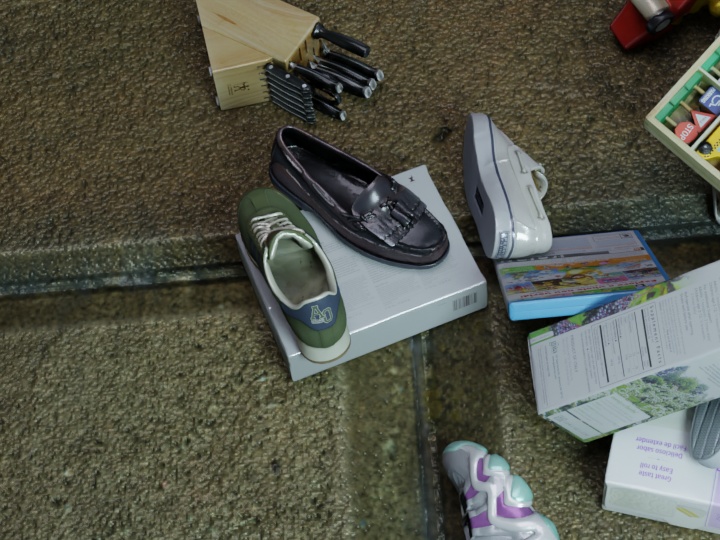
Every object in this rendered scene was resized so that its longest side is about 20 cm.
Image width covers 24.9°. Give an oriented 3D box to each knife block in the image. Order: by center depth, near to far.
[{"bbox_3d":[-0.075,-0.239,1.697,0.174,0.064,0.201,-13,57,-4],"label":"knife block"}]

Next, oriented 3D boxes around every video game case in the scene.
[{"bbox_3d":[0.196,0.002,1.469,0.142,0.018,0.200,-5,15,2],"label":"video game case"}]

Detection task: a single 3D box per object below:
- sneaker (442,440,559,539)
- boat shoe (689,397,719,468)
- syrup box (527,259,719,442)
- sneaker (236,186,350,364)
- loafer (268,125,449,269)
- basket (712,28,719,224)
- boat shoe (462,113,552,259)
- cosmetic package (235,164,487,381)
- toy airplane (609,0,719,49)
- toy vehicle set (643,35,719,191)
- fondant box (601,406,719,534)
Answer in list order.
[{"bbox_3d":[0.097,0.244,1.359,0.140,0.078,0.200,-33,60,-16],"label":"sneaker"},{"bbox_3d":[0.349,0.086,1.377,0.067,0.073,0.201,33,79,-22],"label":"boat shoe"},{"bbox_3d":[0.245,0.068,1.355,0.199,0.079,0.082,-24,54,30],"label":"syrup box"},{"bbox_3d":[-0.063,-0.018,1.476,0.067,0.090,0.201,-22,56,-8],"label":"sneaker"},{"bbox_3d":[-0.005,-0.069,1.518,0.199,0.063,0.072,31,61,20],"label":"loafer"},{"bbox_3d":[0.403,-0.148,1.529,0.135,0.123,0.201,2,76,6],"label":"basket"},{"bbox_3d":[0.143,-0.082,1.559,0.069,0.071,0.200,1,36,-9],"label":"boat shoe"},{"bbox_3d":[0.000,0.000,1.542,0.199,0.052,0.151,-20,59,-8],"label":"cosmetic package"},{"bbox_3d":[0.363,-0.317,1.664,0.198,0.141,0.201,7,90,24],"label":"toy airplane"},{"bbox_3d":[0.365,-0.164,1.459,0.124,0.027,0.200,41,83,14],"label":"toy vehicle set"},{"bbox_3d":[0.301,0.125,1.431,0.143,0.058,0.201,11,60,11],"label":"fondant box"}]
